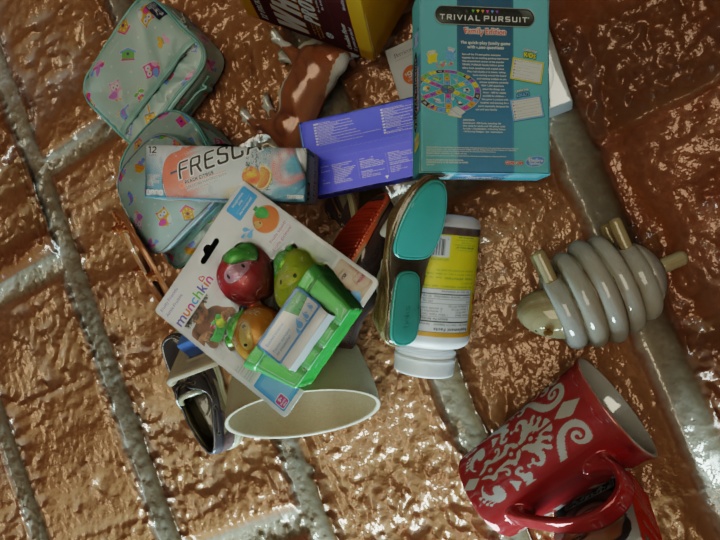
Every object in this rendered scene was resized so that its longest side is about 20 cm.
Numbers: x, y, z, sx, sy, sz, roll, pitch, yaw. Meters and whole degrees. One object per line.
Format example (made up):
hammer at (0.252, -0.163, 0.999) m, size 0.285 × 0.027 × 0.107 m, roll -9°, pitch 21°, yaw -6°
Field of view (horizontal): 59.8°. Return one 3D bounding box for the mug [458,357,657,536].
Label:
mug at (0.218, 0.219, 0.728) m, size 0.200 × 0.177 × 0.134 m, roll -42°, pitch 81°, yaw 20°

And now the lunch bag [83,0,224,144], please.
lunch bag at (-0.306, -0.290, 0.933) m, size 0.160 × 0.077 × 0.200 m, roll 46°, pitch 105°, yaw 12°

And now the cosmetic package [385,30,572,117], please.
cosmetic package at (0.147, -0.243, 0.792) m, size 0.199 × 0.052 × 0.152 m, roll -19°, pitch 84°, yaw 19°

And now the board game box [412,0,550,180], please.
board game box at (0.136, -0.206, 0.714) m, size 0.150 × 0.047 × 0.202 m, roll 0°, pitch 89°, yaw -6°

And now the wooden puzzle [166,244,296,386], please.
wooden puzzle at (-0.179, 0.048, 0.843) m, size 0.199 × 0.186 × 0.046 m, roll -27°, pitch 124°, yaw 31°

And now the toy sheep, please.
toy sheep at (0.276, 0.019, 0.720) m, size 0.199 × 0.138 × 0.139 m, roll -24°, pitch 85°, yaw 12°

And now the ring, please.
ring at (-0.310, 0.004, 0.901) m, size 0.019 × 0.201 × 0.201 m, roll -31°, pitch 80°, yaw -20°

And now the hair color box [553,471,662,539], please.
hair color box at (0.272, 0.292, 0.692) m, size 0.101 × 0.200 × 0.061 m, roll -36°, pitch 85°, yaw 16°

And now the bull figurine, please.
bull figurine at (-0.081, -0.260, 0.864) m, size 0.121 × 0.065 × 0.201 m, roll 30°, pitch 99°, yaw 19°

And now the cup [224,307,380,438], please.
cup at (-0.083, 0.125, 0.831) m, size 0.199 × 0.200 × 0.144 m, roll -21°, pitch 61°, yaw 19°

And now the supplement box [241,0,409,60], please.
supplement box at (-0.033, -0.406, 0.772) m, size 0.199 × 0.133 × 0.198 m, roll 26°, pitch 79°, yaw 17°

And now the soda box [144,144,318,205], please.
soda box at (-0.153, -0.114, 0.752) m, size 0.198 × 0.068 × 0.064 m, roll 2°, pitch 93°, yaw 7°

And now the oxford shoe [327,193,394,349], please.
oxford shoe at (0.000, 0.000, 0.778) m, size 0.072 × 0.071 × 0.201 m, roll 31°, pitch 79°, yaw -26°

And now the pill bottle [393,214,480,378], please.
pill bottle at (0.089, 0.029, 0.793) m, size 0.108 × 0.109 × 0.202 m, roll 7°, pitch 95°, yaw 19°

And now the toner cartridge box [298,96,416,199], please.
toner cartridge box at (0.029, -0.154, 0.775) m, size 0.198 × 0.043 × 0.096 m, roll -9°, pitch 89°, yaw 11°

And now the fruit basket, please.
fruit basket at (-0.109, 0.029, 0.689) m, size 0.200 × 0.094 × 0.186 m, roll 36°, pitch 94°, yaw 6°

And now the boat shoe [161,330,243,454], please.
boat shoe at (-0.246, 0.182, 0.939) m, size 0.072 × 0.065 × 0.201 m, roll -32°, pitch 81°, yaw 19°

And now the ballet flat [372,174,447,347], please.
ballet flat at (0.048, -0.013, 0.725) m, size 0.072 × 0.067 × 0.202 m, roll 27°, pitch 112°, yaw 59°

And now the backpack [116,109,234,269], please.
backpack at (-0.249, -0.121, 0.885) m, size 0.176 × 0.153 × 0.201 m, roll -41°, pitch 71°, yaw 19°

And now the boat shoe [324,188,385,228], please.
boat shoe at (-0.013, -0.094, 0.854) m, size 0.072 × 0.072 × 0.201 m, roll -20°, pitch 93°, yaw 48°
